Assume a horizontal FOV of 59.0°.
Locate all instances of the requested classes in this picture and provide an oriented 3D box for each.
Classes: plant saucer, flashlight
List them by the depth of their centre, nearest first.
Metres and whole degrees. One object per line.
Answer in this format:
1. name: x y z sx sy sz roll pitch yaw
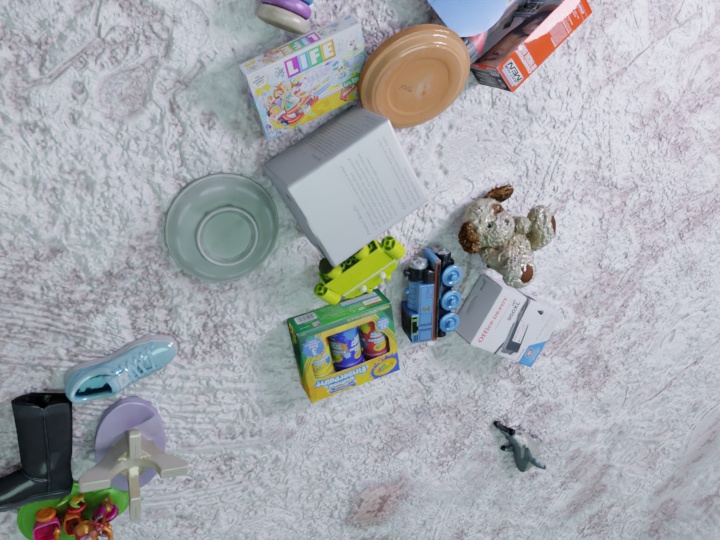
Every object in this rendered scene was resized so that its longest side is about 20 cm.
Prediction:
1. plant saucer: 0.094 -0.319 1.079 0.199 0.032 0.201 -15 146 -10
2. plant saucer: -0.232 -0.065 1.095 0.199 0.050 0.201 -10 117 -21
3. flashlight: 0.235 -0.444 1.127 0.200 0.068 0.068 -44 121 -6

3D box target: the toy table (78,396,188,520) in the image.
1. toy table: -0.415 0.347 1.164 0.183 0.117 0.201 -14 117 -18

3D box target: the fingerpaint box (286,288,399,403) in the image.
1. fingerpaint box: -0.030 0.150 1.272 0.199 0.073 0.168 -17 119 -16

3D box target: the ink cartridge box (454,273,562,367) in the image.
1. ink cartridge box: 0.325 0.113 1.411 0.199 0.084 0.145 21 103 -30

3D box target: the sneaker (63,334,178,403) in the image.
1. sneaker: -0.411 0.181 1.108 0.199 0.082 0.074 -24 122 -13

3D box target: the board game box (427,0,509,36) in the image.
1. board game box: 0.161 -0.495 1.068 0.158 0.039 0.200 -47 109 -8

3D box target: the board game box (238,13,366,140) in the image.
1. board game box: -0.084 -0.309 1.028 0.199 0.034 0.135 -29 145 -10

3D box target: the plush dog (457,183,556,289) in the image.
1. plush dog: 0.277 -0.074 1.292 0.172 0.160 0.200 45 62 -19

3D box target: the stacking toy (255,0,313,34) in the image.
1. stacking toy: -0.090 -0.468 0.958 0.085 0.085 0.201 13 103 -29

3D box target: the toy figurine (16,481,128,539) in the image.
1. toy figurine: -0.513 0.495 1.148 0.199 0.184 0.151 -7 116 -22

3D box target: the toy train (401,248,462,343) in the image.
1. toy train: 0.142 0.052 1.301 0.114 0.087 0.201 -8 116 -14

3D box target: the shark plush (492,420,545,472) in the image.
1. shark plush: 0.396 0.452 1.616 0.083 0.091 0.200 -28 133 26

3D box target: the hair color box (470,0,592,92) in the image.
1. hair color box: 0.298 -0.416 1.137 0.200 0.111 0.064 -46 122 1

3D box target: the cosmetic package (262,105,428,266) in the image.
1. cosmetic package: -0.028 -0.148 1.079 0.199 0.165 0.165 -34 120 -6

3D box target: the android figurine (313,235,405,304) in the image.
1. android figurine: 0.000 0.000 1.186 0.182 0.041 0.200 -34 155 8

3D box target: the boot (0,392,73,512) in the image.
1. boot: -0.583 0.310 1.098 0.164 0.066 0.201 -5 118 -32
